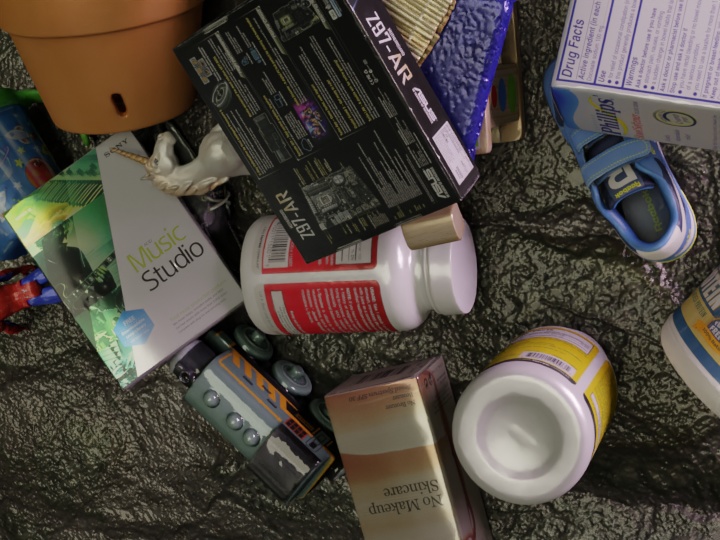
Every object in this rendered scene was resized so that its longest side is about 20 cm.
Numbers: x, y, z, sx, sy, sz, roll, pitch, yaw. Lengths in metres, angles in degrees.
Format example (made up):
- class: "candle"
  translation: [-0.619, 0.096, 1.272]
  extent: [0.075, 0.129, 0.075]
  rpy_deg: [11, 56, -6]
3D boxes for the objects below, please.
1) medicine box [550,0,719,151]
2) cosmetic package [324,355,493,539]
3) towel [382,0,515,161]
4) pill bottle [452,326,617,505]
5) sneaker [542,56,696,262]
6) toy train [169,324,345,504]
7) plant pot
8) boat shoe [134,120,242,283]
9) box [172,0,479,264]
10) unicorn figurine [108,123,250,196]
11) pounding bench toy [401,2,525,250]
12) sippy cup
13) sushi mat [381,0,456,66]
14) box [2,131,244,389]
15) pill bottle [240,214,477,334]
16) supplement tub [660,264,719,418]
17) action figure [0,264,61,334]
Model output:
- class: "medicine box"
  translation: [0.265, -0.197, 0.927]
  extent: [0.198, 0.103, 0.184]
  rpy_deg: [12, 82, 19]
- class: "cosmetic package"
  translation: [0.048, 0.193, 1.120]
  extent: [0.103, 0.087, 0.202]
  rpy_deg: [-16, 94, 21]
- class: "towel"
  translation: [0.014, -0.176, 0.921]
  extent: [0.198, 0.050, 0.149]
  rpy_deg: [21, 113, 16]
- class: "pill bottle"
  translation: [0.154, 0.111, 1.003]
  extent: [0.111, 0.200, 0.114]
  rpy_deg: [4, 101, 20]
- class: "sneaker"
  translation: [0.217, -0.096, 1.006]
  extent: [0.074, 0.082, 0.201]
  rpy_deg: [-33, 85, 24]
- class: "toy train"
  translation: [-0.095, 0.133, 1.148]
  extent: [0.200, 0.114, 0.085]
  rpy_deg: [44, 111, 8]
- class: "plant pot"
  translation: [-0.231, -0.214, 1.105]
  extent: [0.198, 0.200, 0.141]
  rpy_deg: [4, 117, 20]
- class: "boat shoe"
  translation: [-0.161, -0.063, 1.160]
  extent: [0.071, 0.072, 0.200]
  rpy_deg: [-41, 84, 23]
- class: "box"
  translation: [-0.026, -0.119, 0.899]
  extent: [0.159, 0.044, 0.201]
  rpy_deg: [-22, 108, 37]
- class: "unicorn figurine"
  translation: [-0.106, -0.117, 1.078]
  extent: [0.138, 0.198, 0.074]
  rpy_deg: [-57, 37, 35]
- class: "pounding bench toy"
  translation: [0.066, -0.127, 1.016]
  extent: [0.123, 0.156, 0.202]
  rpy_deg: [-2, 98, 21]
- class: "sippy cup"
  translation: [-0.356, -0.087, 1.188]
  extent: [0.178, 0.140, 0.131]
  rpy_deg: [-41, 87, 25]
- class: "sushi mat"
  translation: [-0.023, -0.227, 0.886]
  extent: [0.199, 0.012, 0.096]
  rpy_deg: [34, 115, 10]
- class: "box"
  translation: [-0.216, -0.012, 1.111]
  extent: [0.144, 0.036, 0.201]
  rpy_deg: [-36, 85, -4]
- class: "pill bottle"
  translation: [0.000, 0.000, 1.089]
  extent: [0.198, 0.112, 0.113]
  rpy_deg: [-3, 99, 21]
- class: "supplement tub"
  translation: [0.353, 0.029, 0.943]
  extent: [0.145, 0.145, 0.200]
  rpy_deg: [43, 111, 8]
- class: "action figure"
  translation: [-0.326, 0.018, 1.250]
  extent: [0.198, 0.099, 0.066]
  rpy_deg: [-20, 90, 0]
